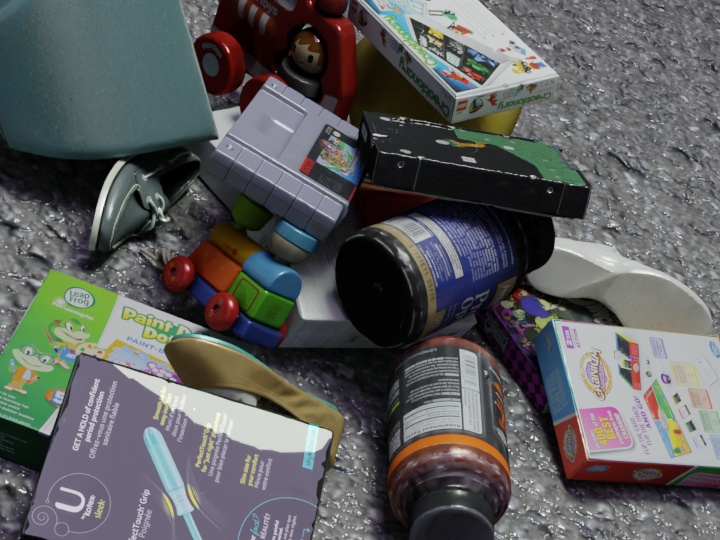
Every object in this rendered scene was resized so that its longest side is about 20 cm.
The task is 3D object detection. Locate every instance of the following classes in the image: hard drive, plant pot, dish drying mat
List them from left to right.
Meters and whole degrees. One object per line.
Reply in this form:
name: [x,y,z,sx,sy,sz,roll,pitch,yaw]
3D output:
plant pot: [-0.268,-0.210,1.552,0.199,0.198,0.196,-18,20,-7]
plant pot: [0.072,-0.149,1.714,0.199,0.200,0.143,17,60,-8]
dish drying mat: [0.084,-0.041,1.558,0.199,0.018,0.077,4,61,-33]
hard drive: [0.101,-0.097,1.461,0.198,0.038,0.140,8,20,-10]

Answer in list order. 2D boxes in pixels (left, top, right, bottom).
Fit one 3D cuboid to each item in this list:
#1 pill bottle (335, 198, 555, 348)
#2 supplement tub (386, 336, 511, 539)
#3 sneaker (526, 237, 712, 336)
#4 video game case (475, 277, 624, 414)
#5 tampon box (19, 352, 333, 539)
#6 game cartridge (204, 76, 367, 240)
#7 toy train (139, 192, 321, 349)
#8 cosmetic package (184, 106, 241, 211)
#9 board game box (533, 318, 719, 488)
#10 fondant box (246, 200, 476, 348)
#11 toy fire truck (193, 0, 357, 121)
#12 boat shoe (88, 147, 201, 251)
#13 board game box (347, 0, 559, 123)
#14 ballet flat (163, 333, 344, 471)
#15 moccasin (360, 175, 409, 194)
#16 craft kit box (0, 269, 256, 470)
pill bottle: [0.083,-0.011,1.462,0.199,0.112,0.112,-22,54,-37]
supplement tub: [0.075,0.157,1.364,0.106,0.107,0.201,15,37,-10]
sneaker: [0.269,0.010,1.633,0.199,0.076,0.089,25,24,5]
video game case: [0.211,0.057,1.627,0.180,0.036,0.200,-5,44,-31]
tampon box: [-0.140,0.177,1.170,0.199,0.126,0.151,18,56,-7]
game cartridge: [-0.057,-0.107,1.465,0.129,0.039,0.200,27,28,-2]
toy train: [-0.124,-0.023,1.452,0.200,0.116,0.084,37,7,40]
cosmetic package: [-0.075,-0.096,1.657,0.150,0.052,0.200,-13,49,-41]
board game box: [0.274,0.128,1.523,0.199,0.040,0.154,7,54,-24]
fondant box: [0.000,0.000,1.525,0.199,0.058,0.145,2,58,-31]
toy fire truck: [-0.078,-0.243,1.658,0.200,0.169,0.112,41,40,25]
boat shoe: [-0.207,-0.073,1.539,0.061,0.073,0.200,20,30,3]
board game box: [0.090,-0.226,1.594,0.126,0.035,0.200,-15,46,-28]
ballet flat: [-0.084,0.114,1.313,0.200,0.068,0.063,31,53,-39]
moccasin: [-0.042,-0.100,1.585,0.200,0.078,0.074,8,54,-24]
craft kit box: [-0.205,0.102,1.339,0.199,0.049,0.198,21,33,-3]
